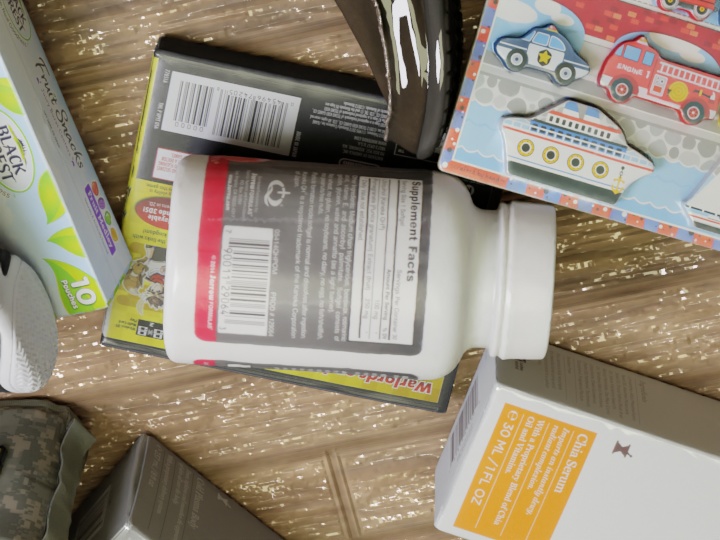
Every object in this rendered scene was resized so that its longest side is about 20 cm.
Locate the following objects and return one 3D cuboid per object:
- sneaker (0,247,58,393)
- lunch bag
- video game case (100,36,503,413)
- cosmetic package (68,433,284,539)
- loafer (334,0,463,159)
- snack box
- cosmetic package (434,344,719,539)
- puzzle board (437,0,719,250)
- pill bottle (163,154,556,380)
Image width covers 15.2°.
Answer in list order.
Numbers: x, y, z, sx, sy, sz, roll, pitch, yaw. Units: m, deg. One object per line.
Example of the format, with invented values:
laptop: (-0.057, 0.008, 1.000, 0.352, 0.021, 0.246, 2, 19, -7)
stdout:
sneaker: (-0.244, -0.011, 1.391, 0.113, 0.076, 0.201, -15, 118, 20)
lunch bag: (-0.241, 0.160, 1.492, 0.200, 0.164, 0.118, -32, 112, 16)
video game case: (-0.030, -0.023, 1.472, 0.199, 0.026, 0.181, 11, 116, -4)
cosmetic package: (-0.076, 0.201, 1.538, 0.200, 0.107, 0.090, 36, 112, -16)
loafer: (0.012, -0.156, 1.383, 0.071, 0.073, 0.201, -3, 104, 8)
snack box: (-0.223, -0.064, 1.433, 0.142, 0.053, 0.201, -12, 115, 20)
cosmetic package: (0.150, 0.118, 1.506, 0.199, 0.071, 0.102, 18, 115, -7)
puzzle board: (0.155, -0.097, 1.395, 0.199, 0.017, 0.151, 16, 94, -9)
pill bottle: (0.000, 0.000, 1.406, 0.199, 0.111, 0.111, 4, 116, 0)
